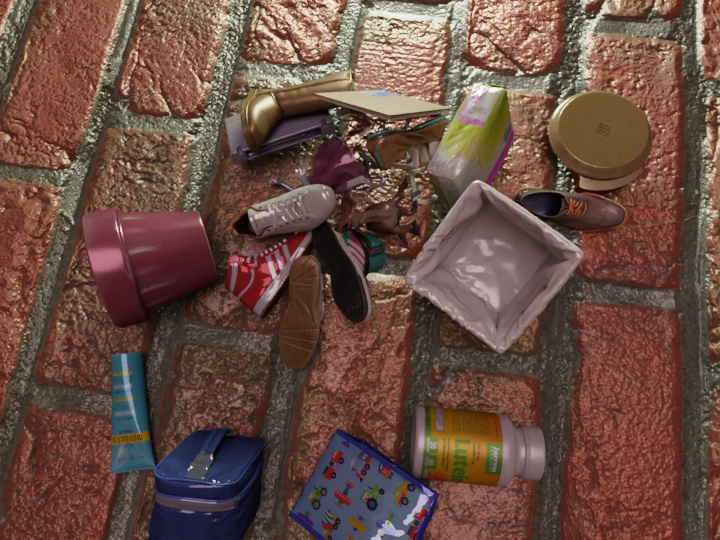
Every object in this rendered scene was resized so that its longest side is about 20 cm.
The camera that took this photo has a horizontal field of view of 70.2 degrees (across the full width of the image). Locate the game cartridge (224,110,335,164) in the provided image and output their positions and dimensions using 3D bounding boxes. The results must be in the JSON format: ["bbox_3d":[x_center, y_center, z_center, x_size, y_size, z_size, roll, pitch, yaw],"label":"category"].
[{"bbox_3d":[-0.157,-0.278,0.982,0.199,0.038,0.130,-18,46,-2],"label":"game cartridge"}]

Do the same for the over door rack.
[{"bbox_3d":[0.059,-0.204,0.912,0.200,0.067,0.148,5,71,-42],"label":"over door rack"}]

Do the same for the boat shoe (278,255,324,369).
[{"bbox_3d":[-0.094,0.072,0.904,0.071,0.069,0.201,12,98,10],"label":"boat shoe"}]

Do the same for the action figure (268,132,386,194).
[{"bbox_3d":[-0.078,-0.150,0.957,0.149,0.134,0.200,40,90,-28],"label":"action figure"}]

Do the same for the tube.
[{"bbox_3d":[-0.400,0.244,0.890,0.077,0.050,0.201,-9,82,8],"label":"tube"}]

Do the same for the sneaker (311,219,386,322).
[{"bbox_3d":[0.000,0.000,0.888,0.084,0.121,0.200,-45,57,36],"label":"sneaker"}]

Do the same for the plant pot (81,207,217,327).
[{"bbox_3d":[-0.351,-0.020,0.883,0.179,0.200,0.201,-16,76,-18],"label":"plant pot"}]

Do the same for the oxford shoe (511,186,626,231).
[{"bbox_3d":[0.375,-0.106,0.915,0.199,0.073,0.072,8,101,8],"label":"oxford shoe"}]

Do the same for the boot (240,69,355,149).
[{"bbox_3d":[-0.108,-0.297,0.923,0.199,0.066,0.176,-8,48,6],"label":"boot"}]

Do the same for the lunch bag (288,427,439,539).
[{"bbox_3d":[0.016,0.361,0.772,0.200,0.094,0.151,22,76,40],"label":"lunch bag"}]

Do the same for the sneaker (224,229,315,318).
[{"bbox_3d":[-0.164,-0.026,0.928,0.112,0.071,0.200,34,82,6],"label":"sneaker"}]

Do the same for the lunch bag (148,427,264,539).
[{"bbox_3d":[-0.225,0.323,0.788,0.135,0.200,0.133,8,95,2],"label":"lunch bag"}]

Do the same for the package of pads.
[{"bbox_3d":[0.201,-0.210,0.910,0.068,0.155,0.200,23,78,29],"label":"package of pads"}]

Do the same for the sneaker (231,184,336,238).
[{"bbox_3d":[-0.133,-0.089,0.867,0.200,0.085,0.073,-15,100,32],"label":"sneaker"}]

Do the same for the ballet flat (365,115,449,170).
[{"bbox_3d":[0.088,-0.208,0.857,0.200,0.068,0.073,-29,104,-44],"label":"ballet flat"}]

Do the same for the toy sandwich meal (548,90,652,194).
[{"bbox_3d":[0.445,-0.239,0.959,0.204,0.070,0.206,-1,72,4],"label":"toy sandwich meal"}]

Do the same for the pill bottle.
[{"bbox_3d":[0.183,0.282,0.819,0.199,0.111,0.111,5,77,3],"label":"pill bottle"}]

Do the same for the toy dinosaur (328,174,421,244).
[{"bbox_3d":[0.029,-0.090,0.877,0.135,0.200,0.086,-10,78,13],"label":"toy dinosaur"}]

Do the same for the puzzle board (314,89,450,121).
[{"bbox_3d":[0.042,-0.279,0.868,0.150,0.200,0.017,25,121,28],"label":"puzzle board"}]

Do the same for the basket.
[{"bbox_3d":[0.214,-0.013,0.836,0.200,0.161,0.198,38,106,10],"label":"basket"}]
